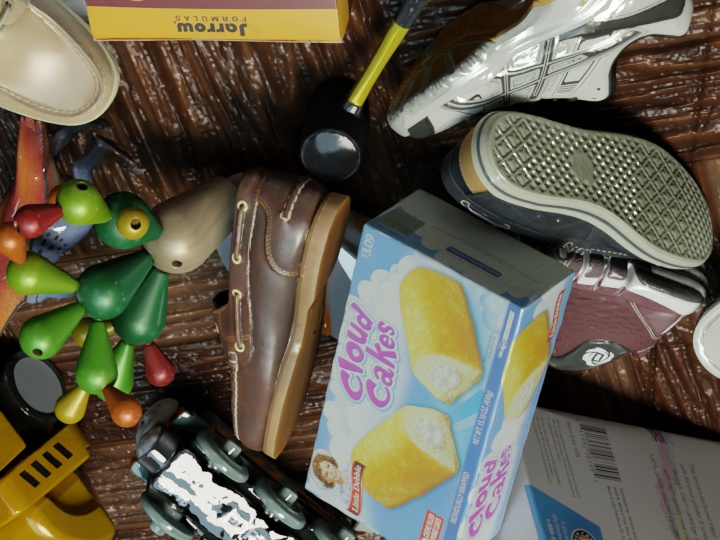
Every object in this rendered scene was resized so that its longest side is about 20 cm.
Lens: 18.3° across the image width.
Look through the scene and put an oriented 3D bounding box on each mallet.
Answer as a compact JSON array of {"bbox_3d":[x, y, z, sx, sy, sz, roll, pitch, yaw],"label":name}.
[{"bbox_3d":[0.021,-0.146,1.322,0.041,0.066,0.201,26,115,-12],"label":"mallet"}]

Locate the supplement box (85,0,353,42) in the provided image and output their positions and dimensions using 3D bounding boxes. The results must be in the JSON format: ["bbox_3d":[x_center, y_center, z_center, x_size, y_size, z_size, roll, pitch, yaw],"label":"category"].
[{"bbox_3d":[-0.066,-0.251,1.137,0.132,0.201,0.198,2,130,10],"label":"supplement box"}]

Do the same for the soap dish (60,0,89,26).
[{"bbox_3d":[-0.199,-0.233,1.258,0.156,0.081,0.201,-2,128,13],"label":"soap dish"}]

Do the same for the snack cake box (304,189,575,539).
[{"bbox_3d":[0.044,0.068,1.347,0.115,0.067,0.201,28,124,23],"label":"snack cake box"}]

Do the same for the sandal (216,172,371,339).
[{"bbox_3d":[-0.003,0.006,1.427,0.206,0.059,0.079,36,129,0],"label":"sandal"}]

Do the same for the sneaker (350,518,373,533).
[{"bbox_3d":[0.063,0.111,1.508,0.085,0.077,0.200,15,139,-14],"label":"sneaker"}]

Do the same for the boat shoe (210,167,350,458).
[{"bbox_3d":[-0.057,0.025,1.381,0.070,0.070,0.201,18,122,9],"label":"boat shoe"}]

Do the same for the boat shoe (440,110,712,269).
[{"bbox_3d":[0.132,-0.045,1.335,0.199,0.075,0.062,15,157,-35],"label":"boat shoe"}]

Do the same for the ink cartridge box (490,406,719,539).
[{"bbox_3d":[0.160,0.199,1.465,0.199,0.147,0.146,12,133,-25],"label":"ink cartridge box"}]

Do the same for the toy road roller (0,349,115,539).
[{"bbox_3d":[-0.256,0.161,1.523,0.123,0.200,0.146,-34,94,32],"label":"toy road roller"}]

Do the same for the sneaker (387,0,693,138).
[{"bbox_3d":[0.104,-0.120,1.294,0.200,0.076,0.088,-33,117,32],"label":"sneaker"}]

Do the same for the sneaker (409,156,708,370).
[{"bbox_3d":[0.108,0.010,1.405,0.199,0.076,0.116,22,133,-8],"label":"sneaker"}]

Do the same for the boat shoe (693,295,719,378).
[{"bbox_3d":[0.292,-0.001,1.362,0.200,0.062,0.075,-39,98,25],"label":"boat shoe"}]

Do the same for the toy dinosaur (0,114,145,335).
[{"bbox_3d":[-0.218,-0.024,1.396,0.182,0.105,0.200,-50,146,9],"label":"toy dinosaur"}]

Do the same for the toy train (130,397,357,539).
[{"bbox_3d":[-0.078,0.167,1.545,0.200,0.114,0.085,40,98,-18],"label":"toy train"}]

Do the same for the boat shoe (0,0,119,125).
[{"bbox_3d":[-0.223,-0.142,1.230,0.200,0.065,0.072,35,99,-14],"label":"boat shoe"}]

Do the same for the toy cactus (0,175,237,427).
[{"bbox_3d":[-0.134,0.001,1.350,0.102,0.165,0.201,33,150,38],"label":"toy cactus"}]
